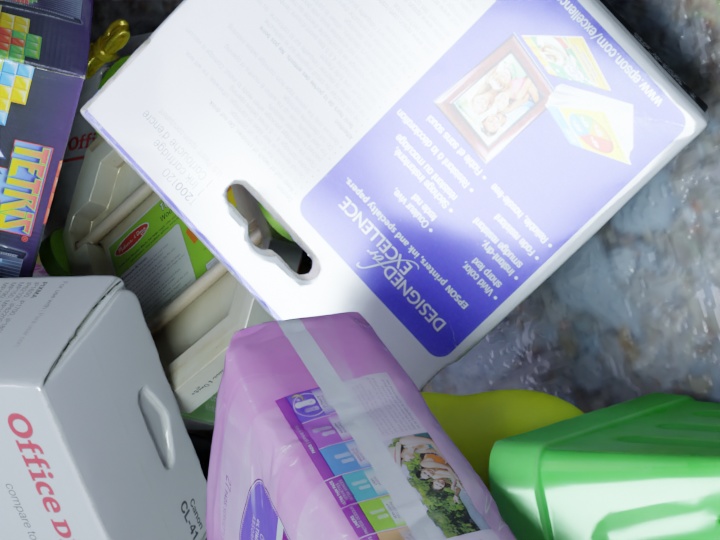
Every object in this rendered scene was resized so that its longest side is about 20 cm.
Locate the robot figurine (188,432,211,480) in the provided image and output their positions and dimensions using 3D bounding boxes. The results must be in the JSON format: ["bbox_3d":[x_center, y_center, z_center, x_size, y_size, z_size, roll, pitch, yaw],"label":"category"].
[{"bbox_3d":[-0.130,0.146,1.078,0.199,0.124,0.152,-7,97,44],"label":"robot figurine"}]

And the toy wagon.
[{"bbox_3d":[-0.093,-0.035,0.979,0.155,0.039,0.201,-38,53,29],"label":"toy wagon"}]

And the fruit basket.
[{"bbox_3d":[0.092,0.116,0.822,0.215,0.215,0.157,-14,86,43],"label":"fruit basket"}]

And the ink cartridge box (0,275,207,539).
[{"bbox_3d":[-0.187,0.084,0.942,0.198,0.086,0.148,-1,125,28],"label":"ink cartridge box"}]

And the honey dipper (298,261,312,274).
[{"bbox_3d":[0.000,0.000,1.008,0.199,0.038,0.038,-1,95,45],"label":"honey dipper"}]

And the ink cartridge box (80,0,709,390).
[{"bbox_3d":[0.013,-0.070,0.873,0.200,0.043,0.198,-43,88,15],"label":"ink cartridge box"}]

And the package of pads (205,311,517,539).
[{"bbox_3d":[0.007,0.121,0.744,0.200,0.075,0.121,-126,31,-46],"label":"package of pads"}]

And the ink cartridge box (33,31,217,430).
[{"bbox_3d":[-0.112,-0.019,1.068,0.117,0.067,0.202,-5,74,44],"label":"ink cartridge box"}]

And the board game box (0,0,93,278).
[{"bbox_3d":[-0.176,-0.083,1.016,0.201,0.056,0.166,-96,24,-54],"label":"board game box"}]
